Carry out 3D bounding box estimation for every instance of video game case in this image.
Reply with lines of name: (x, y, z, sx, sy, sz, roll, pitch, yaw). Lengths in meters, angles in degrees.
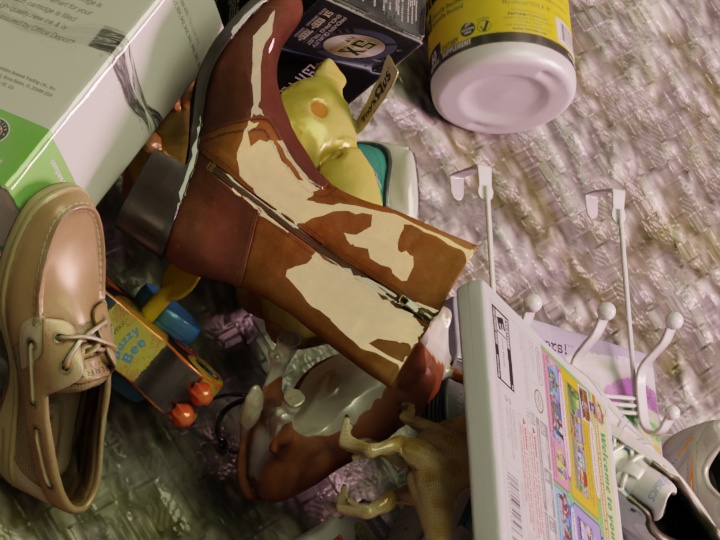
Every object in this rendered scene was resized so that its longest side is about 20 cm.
video game case: (0.112, 0.131, 1.369, 0.182, 0.022, 0.200, 42, 37, -48)

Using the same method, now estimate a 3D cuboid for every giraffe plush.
giraffe plush: (-0.083, -0.061, 1.468, 0.162, 0.200, 0.173, 7, 23, -27)

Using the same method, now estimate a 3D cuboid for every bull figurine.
bull figurine: (0.000, 0.071, 1.446, 0.065, 0.121, 0.200, 34, 56, 28)

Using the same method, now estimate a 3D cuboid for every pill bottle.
pill bottle: (0.104, -0.215, 1.754, 0.111, 0.111, 0.200, 17, 55, -31)

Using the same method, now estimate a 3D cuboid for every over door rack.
over door rack: (0.152, 0.015, 1.624, 0.148, 0.067, 0.200, 8, 61, -36)

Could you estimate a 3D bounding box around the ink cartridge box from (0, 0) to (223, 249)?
ink cartridge box: (-0.199, -0.119, 1.389, 0.145, 0.084, 0.200, 22, 62, 28)

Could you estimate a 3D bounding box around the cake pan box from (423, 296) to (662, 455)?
cake pan box: (0.129, 0.126, 1.621, 0.200, 0.052, 0.184, 18, 54, -30)

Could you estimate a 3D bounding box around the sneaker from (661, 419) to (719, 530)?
sneaker: (0.272, 0.203, 1.662, 0.076, 0.092, 0.200, -10, 73, -41)

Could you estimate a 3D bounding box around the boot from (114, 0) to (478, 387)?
boot: (-0.019, -0.056, 1.372, 0.200, 0.068, 0.188, 28, 73, 0)

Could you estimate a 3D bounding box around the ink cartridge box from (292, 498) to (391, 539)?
ink cartridge box: (-0.007, 0.264, 1.398, 0.200, 0.084, 0.176, 58, 31, 3)

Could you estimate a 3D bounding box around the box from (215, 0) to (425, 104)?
box: (-0.032, -0.216, 1.608, 0.086, 0.164, 0.200, 21, 53, -28)

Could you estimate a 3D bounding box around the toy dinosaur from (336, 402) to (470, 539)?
toy dinosaur: (0.038, 0.121, 1.359, 0.101, 0.058, 0.200, 3, 29, 10)

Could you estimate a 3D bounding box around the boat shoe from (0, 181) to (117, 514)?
boat shoe: (-0.169, 0.046, 1.334, 0.065, 0.200, 0.071, 27, 32, 38)

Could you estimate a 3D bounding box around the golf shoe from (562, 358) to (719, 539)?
golf shoe: (0.171, 0.125, 1.521, 0.200, 0.097, 0.078, 42, 76, -26)

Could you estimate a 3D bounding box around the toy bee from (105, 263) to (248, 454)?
toy bee: (-0.123, 0.050, 1.409, 0.200, 0.109, 0.131, 18, 99, -14)

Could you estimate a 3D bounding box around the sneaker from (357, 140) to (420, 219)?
sneaker: (0.000, 0.000, 1.590, 0.080, 0.078, 0.200, 2, 60, -14)

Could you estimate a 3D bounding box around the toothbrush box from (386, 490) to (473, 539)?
toothbrush box: (0.107, 0.224, 1.435, 0.200, 0.085, 0.146, 51, 31, -11)
